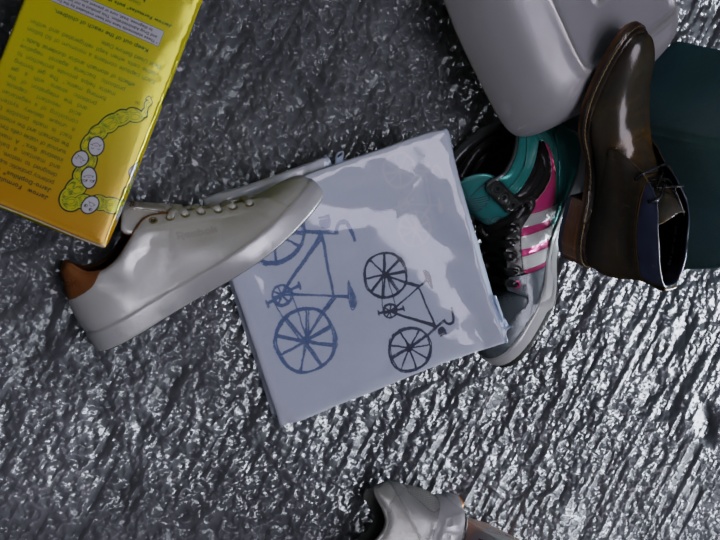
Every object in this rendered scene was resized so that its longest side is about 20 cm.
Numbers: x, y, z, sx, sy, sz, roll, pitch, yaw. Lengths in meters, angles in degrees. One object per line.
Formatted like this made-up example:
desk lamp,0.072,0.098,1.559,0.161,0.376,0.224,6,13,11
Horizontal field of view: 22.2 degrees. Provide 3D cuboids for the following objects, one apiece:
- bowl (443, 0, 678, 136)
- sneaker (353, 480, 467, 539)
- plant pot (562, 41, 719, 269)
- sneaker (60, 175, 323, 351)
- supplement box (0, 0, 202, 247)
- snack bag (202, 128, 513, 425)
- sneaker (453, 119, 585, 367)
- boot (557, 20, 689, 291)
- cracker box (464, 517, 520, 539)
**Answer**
bowl,0.161,-0.225,1.413,0.199,0.074,0.201,-33,103,-36
sneaker,0.007,0.260,1.457,0.091,0.076,0.202,22,85,-16
plant pot,0.290,-0.084,1.474,0.141,0.200,0.142,-31,113,-21
sneaker,-0.122,-0.028,1.309,0.199,0.073,0.085,-32,101,-9
supplement box,-0.184,-0.127,1.229,0.109,0.109,0.202,22,88,-8
snack bag,0.000,0.000,1.393,0.198,0.021,0.190,-20,107,-5
sneaker,0.106,-0.034,1.442,0.120,0.083,0.202,24,79,-36
boot,0.217,-0.082,1.387,0.074,0.097,0.202,-23,130,-43
cracker box,0.110,0.281,1.435,0.057,0.200,0.135,20,88,-30
